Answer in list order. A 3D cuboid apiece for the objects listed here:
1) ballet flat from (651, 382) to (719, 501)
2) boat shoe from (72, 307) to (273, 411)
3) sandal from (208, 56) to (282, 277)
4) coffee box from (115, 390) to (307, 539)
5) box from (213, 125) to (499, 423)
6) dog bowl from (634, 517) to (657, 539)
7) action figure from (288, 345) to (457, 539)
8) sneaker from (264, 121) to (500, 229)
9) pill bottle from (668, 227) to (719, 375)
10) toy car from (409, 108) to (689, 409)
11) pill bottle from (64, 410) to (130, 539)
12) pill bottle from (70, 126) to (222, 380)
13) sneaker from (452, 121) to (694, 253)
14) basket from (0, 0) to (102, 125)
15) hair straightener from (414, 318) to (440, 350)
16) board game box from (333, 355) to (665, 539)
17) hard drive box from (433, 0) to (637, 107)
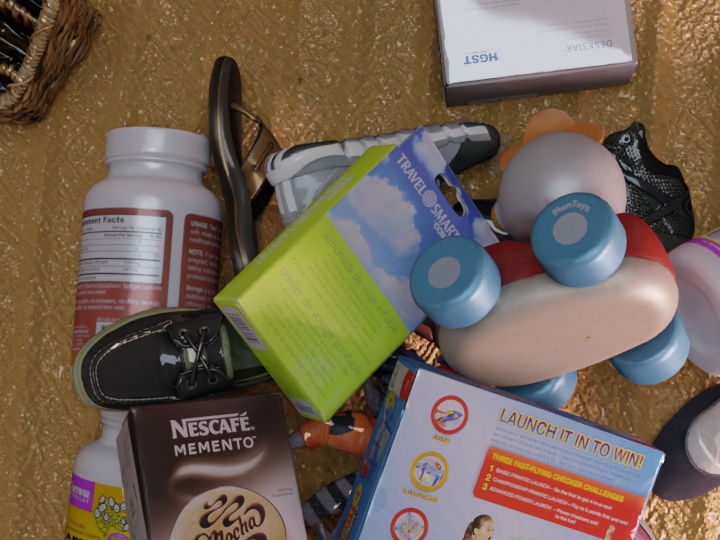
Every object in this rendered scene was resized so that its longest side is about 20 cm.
[{"bbox_3d":[0.308,0.110,1.269,0.199,0.073,0.073,-34,83,-1],"label":"ballet flat"},{"bbox_3d":[-0.114,0.059,1.206,0.200,0.066,0.072,-10,92,-35],"label":"boat shoe"},{"bbox_3d":[-0.085,-0.074,1.293,0.054,0.082,0.201,-10,70,1],"label":"sandal"},{"bbox_3d":[-0.099,0.195,1.134,0.112,0.080,0.201,-5,70,-19],"label":"coffee box"},{"bbox_3d":[0.000,0.000,1.209,0.200,0.048,0.122,-44,113,-21],"label":"box"},{"bbox_3d":[0.147,0.254,1.248,0.199,0.074,0.202,0,87,-3],"label":"dog bowl"},{"bbox_3d":[0.014,0.119,1.260,0.192,0.200,0.105,-21,127,-21],"label":"action figure"},{"bbox_3d":[0.025,-0.050,1.287,0.199,0.075,0.116,-10,90,-20],"label":"sneaker"},{"bbox_3d":[0.333,-0.003,1.241,0.199,0.104,0.105,-23,83,-20],"label":"pill bottle"},{"bbox_3d":[0.134,-0.028,1.195,0.176,0.184,0.201,-19,53,20],"label":"toy car"},{"bbox_3d":[-0.176,0.197,1.254,0.103,0.104,0.202,7,91,3],"label":"pill bottle"},{"bbox_3d":[-0.166,-0.007,1.284,0.111,0.112,0.202,4,83,3],"label":"pill bottle"},{"bbox_3d":[0.168,-0.061,1.294,0.198,0.076,0.115,4,82,0],"label":"sneaker"},{"bbox_3d":[-0.330,-0.214,1.296,0.199,0.149,0.143,33,86,5],"label":"basket"},{"bbox_3d":[0.026,0.001,1.306,0.199,0.041,0.077,27,85,11],"label":"hair straightener"},{"bbox_3d":[0.089,0.186,1.156,0.199,0.056,0.197,20,92,-14],"label":"board game box"},{"bbox_3d":[0.132,-0.246,1.314,0.155,0.077,0.202,-6,83,2],"label":"hard drive box"}]
